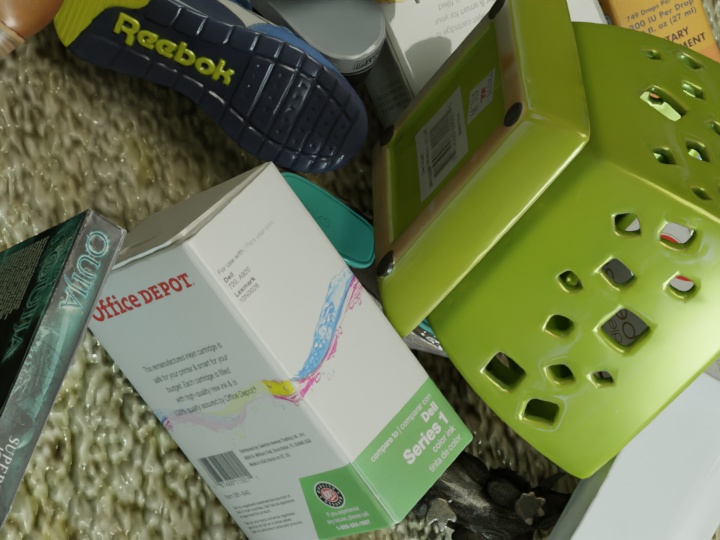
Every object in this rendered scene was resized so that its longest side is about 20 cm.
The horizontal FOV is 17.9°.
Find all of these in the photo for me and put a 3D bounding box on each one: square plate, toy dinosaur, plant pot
[{"bbox_3d":[0.173,0.151,1.422,0.199,0.028,0.200,-61,148,4],"label":"square plate"},{"bbox_3d":[0.052,0.129,1.403,0.199,0.102,0.077,30,91,-14],"label":"toy dinosaur"},{"bbox_3d":[0.116,-0.036,1.330,0.181,0.199,0.200,30,30,-22],"label":"plant pot"}]

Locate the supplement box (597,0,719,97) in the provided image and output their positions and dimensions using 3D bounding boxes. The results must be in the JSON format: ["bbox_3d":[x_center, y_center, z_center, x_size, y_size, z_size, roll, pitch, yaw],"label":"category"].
[{"bbox_3d":[0.165,-0.208,1.486,0.066,0.069,0.201,-26,103,-14],"label":"supplement box"}]

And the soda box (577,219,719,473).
[{"bbox_3d":[0.197,0.037,1.539,0.068,0.064,0.201,-21,91,-38],"label":"soda box"}]

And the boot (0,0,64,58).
[{"bbox_3d":[-0.231,-0.211,1.246,0.155,0.077,0.200,-45,112,-5],"label":"boot"}]

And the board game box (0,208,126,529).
[{"bbox_3d":[-0.198,0.071,1.197,0.028,0.135,0.201,33,61,-25],"label":"board game box"}]

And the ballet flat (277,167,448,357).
[{"bbox_3d":[0.000,0.000,1.403,0.200,0.067,0.068,35,55,-25],"label":"ballet flat"}]

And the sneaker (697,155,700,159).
[{"bbox_3d":[0.162,-0.152,1.565,0.139,0.078,0.201,-14,82,-33],"label":"sneaker"}]

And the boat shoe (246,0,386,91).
[{"bbox_3d":[-0.065,-0.187,1.405,0.199,0.068,0.074,40,65,8],"label":"boat shoe"}]

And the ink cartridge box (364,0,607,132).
[{"bbox_3d":[0.057,-0.189,1.461,0.145,0.083,0.201,-23,93,-19],"label":"ink cartridge box"}]

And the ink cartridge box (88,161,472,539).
[{"bbox_3d":[-0.054,0.052,1.299,0.084,0.145,0.200,-44,104,-34],"label":"ink cartridge box"}]

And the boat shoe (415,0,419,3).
[{"bbox_3d":[0.032,-0.200,1.355,0.200,0.070,0.072,-28,68,-29],"label":"boat shoe"}]

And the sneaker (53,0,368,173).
[{"bbox_3d":[-0.082,-0.130,1.351,0.199,0.074,0.082,31,21,-9],"label":"sneaker"}]
